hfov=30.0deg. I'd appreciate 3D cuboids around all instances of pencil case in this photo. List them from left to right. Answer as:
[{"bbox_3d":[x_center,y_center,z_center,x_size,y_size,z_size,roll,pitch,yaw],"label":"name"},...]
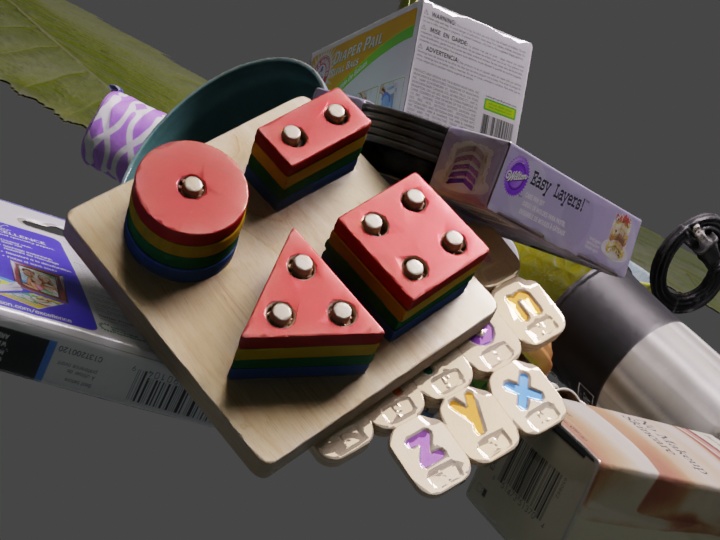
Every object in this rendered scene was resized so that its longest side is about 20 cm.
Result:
[{"bbox_3d":[-0.174,-0.099,1.302,0.199,0.084,0.086,28,-9,8],"label":"pencil case"}]

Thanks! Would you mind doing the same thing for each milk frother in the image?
[{"bbox_3d":[0.288,0.069,1.151,0.188,0.200,0.180,46,12,31],"label":"milk frother"}]

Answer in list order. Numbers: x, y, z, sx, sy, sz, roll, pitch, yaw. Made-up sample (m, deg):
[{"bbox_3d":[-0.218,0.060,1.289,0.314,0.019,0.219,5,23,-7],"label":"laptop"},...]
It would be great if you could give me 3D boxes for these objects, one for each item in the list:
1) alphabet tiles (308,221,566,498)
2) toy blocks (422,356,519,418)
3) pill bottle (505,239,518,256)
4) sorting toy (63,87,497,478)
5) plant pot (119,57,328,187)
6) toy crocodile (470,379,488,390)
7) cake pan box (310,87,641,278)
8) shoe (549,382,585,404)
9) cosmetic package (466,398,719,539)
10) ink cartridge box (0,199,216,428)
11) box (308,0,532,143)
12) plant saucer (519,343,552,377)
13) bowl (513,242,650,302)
[{"bbox_3d":[0.031,0.042,0.852,0.199,0.015,0.196,-26,67,-27],"label":"alphabet tiles"},{"bbox_3d":[-0.002,0.044,0.938,0.198,0.101,0.137,21,-30,-6],"label":"toy blocks"},{"bbox_3d":[0.083,-0.035,1.449,0.109,0.110,0.200,17,14,-31],"label":"pill bottle"},{"bbox_3d":[-0.041,-0.014,0.812,0.198,0.070,0.200,-31,70,-33],"label":"sorting toy"},{"bbox_3d":[-0.077,-0.050,1.076,0.134,0.200,0.200,48,-6,-40],"label":"plant pot"},{"bbox_3d":[0.098,0.099,1.059,0.067,0.062,0.200,14,21,-43],"label":"toy crocodile"},{"bbox_3d":[0.075,-0.062,0.954,0.183,0.053,0.199,19,-1,42],"label":"cake pan box"},{"bbox_3d":[0.177,0.128,1.081,0.069,0.054,0.200,18,14,-28],"label":"shoe"},{"bbox_3d":[0.184,0.154,0.906,0.199,0.088,0.103,16,15,-36],"label":"cosmetic package"},{"bbox_3d":[-0.188,0.017,0.858,0.197,0.044,0.200,18,17,-27],"label":"ink cartridge box"},{"bbox_3d":[0.037,-0.139,1.131,0.112,0.103,0.199,16,-12,-26],"label":"box"},{"bbox_3d":[0.087,0.011,1.110,0.200,0.037,0.200,43,-2,2],"label":"plant saucer"},{"bbox_3d":[0.217,0.017,1.495,0.198,0.109,0.200,24,12,-6],"label":"bowl"}]
